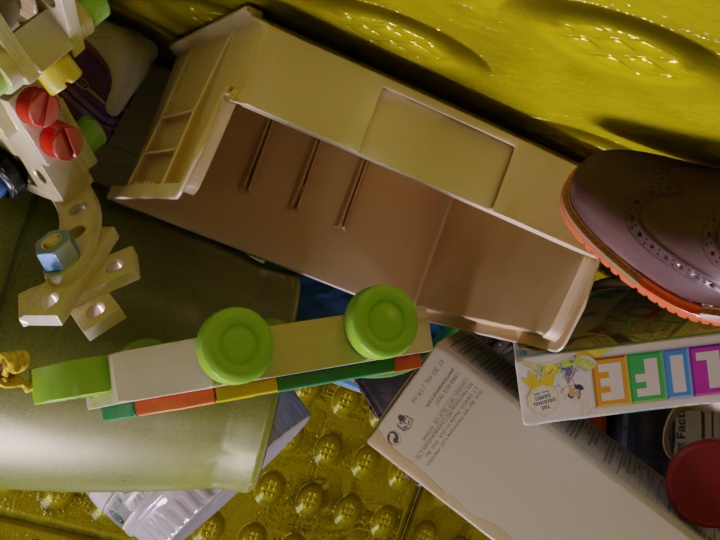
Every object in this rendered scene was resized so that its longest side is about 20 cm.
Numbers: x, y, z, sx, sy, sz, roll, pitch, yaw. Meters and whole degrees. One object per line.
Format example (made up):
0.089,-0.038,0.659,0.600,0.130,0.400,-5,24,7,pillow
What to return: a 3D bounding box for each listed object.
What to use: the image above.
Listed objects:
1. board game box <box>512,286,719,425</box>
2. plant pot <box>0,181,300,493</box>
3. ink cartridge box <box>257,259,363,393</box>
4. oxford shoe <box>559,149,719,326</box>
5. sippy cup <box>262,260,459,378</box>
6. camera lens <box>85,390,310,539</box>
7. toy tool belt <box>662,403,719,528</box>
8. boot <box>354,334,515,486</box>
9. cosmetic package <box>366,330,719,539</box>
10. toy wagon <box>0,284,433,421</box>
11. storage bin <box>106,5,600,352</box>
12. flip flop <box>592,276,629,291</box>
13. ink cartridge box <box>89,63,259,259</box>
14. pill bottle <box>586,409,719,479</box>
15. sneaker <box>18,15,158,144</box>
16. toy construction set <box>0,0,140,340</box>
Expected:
0.149,0.038,0.767,0.134,0.034,0.200,-7,-174,6,board game box
-0.138,0.044,0.812,0.192,0.202,0.200,12,177,-4,plant pot
-0.006,0.016,1.131,0.146,0.147,0.200,21,176,-17,ink cartridge box
0.168,-0.016,0.545,0.199,0.071,0.073,22,149,27,oxford shoe
0.000,0.000,0.948,0.177,0.140,0.130,22,178,-7,sippy cup
-0.153,0.076,0.987,0.200,0.160,0.160,47,179,7,camera lens
0.271,0.095,0.769,0.199,0.126,0.123,-17,171,17,toy tool belt
0.101,0.094,1.011,0.200,0.174,0.069,50,176,12,boot
0.110,0.122,0.793,0.200,0.073,0.103,38,-170,10,cosmetic package
-0.070,0.043,0.657,0.199,0.040,0.155,-9,175,-25,toy wagon
-0.003,-0.042,0.712,0.199,0.094,0.198,22,176,-19,storage bin
0.217,0.043,0.984,0.081,0.058,0.200,18,175,-24,flip flop
-0.130,-0.077,0.936,0.145,0.084,0.200,20,176,8,ink cartridge box
0.222,0.093,0.877,0.199,0.107,0.106,1,175,3,pill bottle
-0.206,-0.117,0.801,0.199,0.084,0.081,18,176,38,sneaker
-0.154,-0.070,0.669,0.131,0.201,0.092,19,-140,42,toy construction set
